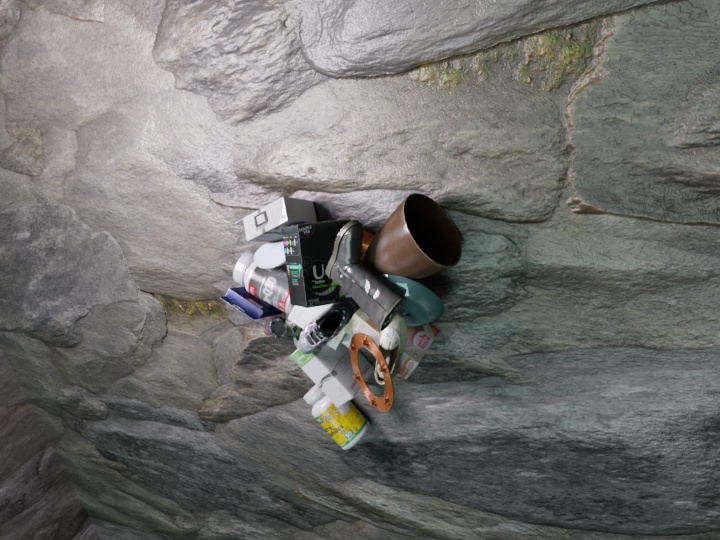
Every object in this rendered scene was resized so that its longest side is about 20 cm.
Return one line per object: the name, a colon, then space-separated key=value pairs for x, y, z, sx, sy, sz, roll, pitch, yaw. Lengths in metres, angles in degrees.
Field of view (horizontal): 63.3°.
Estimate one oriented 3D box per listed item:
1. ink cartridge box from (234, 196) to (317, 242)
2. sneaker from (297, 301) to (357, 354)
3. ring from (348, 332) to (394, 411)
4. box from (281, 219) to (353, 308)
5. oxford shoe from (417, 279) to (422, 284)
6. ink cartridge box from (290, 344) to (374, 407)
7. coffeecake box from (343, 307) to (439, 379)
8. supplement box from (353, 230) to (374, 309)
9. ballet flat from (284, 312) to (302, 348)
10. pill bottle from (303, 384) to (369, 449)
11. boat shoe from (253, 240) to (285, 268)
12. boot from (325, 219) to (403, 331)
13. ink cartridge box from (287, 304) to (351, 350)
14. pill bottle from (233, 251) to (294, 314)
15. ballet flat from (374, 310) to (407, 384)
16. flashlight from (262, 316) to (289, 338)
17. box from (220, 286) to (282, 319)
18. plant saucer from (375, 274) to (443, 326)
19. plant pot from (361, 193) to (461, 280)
ink cartridge box: x=-0.225 y=-0.124 z=1.544 sx=0.199 sy=0.115 sz=0.067 roll=-21 pitch=77 yaw=36
sneaker: x=-0.102 y=0.152 z=1.480 sx=0.078 sy=0.140 sz=0.200 roll=45 pitch=105 yaw=2
ring: x=0.021 y=0.249 z=1.420 sx=0.200 sy=0.019 sz=0.202 roll=41 pitch=139 yaw=48
box: x=-0.101 y=-0.020 z=1.455 sx=0.124 sy=0.147 sz=0.202 roll=1 pitch=98 yaw=64
oxford shoe: x=0.116 y=0.039 z=1.474 sx=0.071 sy=0.071 sz=0.201 roll=-27 pitch=98 yaw=38
ink cartridge box: x=-0.075 y=0.261 z=1.651 sx=0.200 sy=0.146 sz=0.084 roll=48 pitch=129 yaw=0
coffeecake box: x=0.082 y=0.156 z=1.501 sx=0.199 sy=0.154 sz=0.073 roll=37 pitch=128 yaw=7
supplement box: x=0.000 y=0.000 z=1.521 sx=0.066 sy=0.069 sz=0.201 roll=24 pitch=127 yaw=20
ballet flat: x=-0.181 y=0.170 z=1.714 sx=0.069 sy=0.069 sz=0.202 roll=-13 pitch=108 yaw=34
pill bottle: x=-0.075 y=0.429 z=1.760 sx=0.200 sy=0.113 sz=0.113 roll=48 pitch=128 yaw=-1
boat shoe: x=-0.195 y=-0.057 z=1.589 sx=0.199 sy=0.066 sz=0.071 roll=-25 pitch=79 yaw=21
boot: x=0.017 y=0.010 z=1.314 sx=0.200 sy=0.072 sz=0.183 roll=45 pitch=133 yaw=31
ink cartridge box: x=-0.080 y=0.130 z=1.580 sx=0.199 sy=0.067 sz=0.117 roll=32 pitch=106 yaw=5
pill bottle: x=-0.253 y=0.032 z=1.652 sx=0.199 sy=0.114 sz=0.115 roll=26 pitch=125 yaw=15
ballet flat: x=0.070 y=0.188 z=1.388 sx=0.067 sy=0.062 sz=0.202 roll=18 pitch=121 yaw=23
flashlight: x=-0.246 y=0.161 z=1.676 sx=0.067 sy=0.200 sz=0.069 roll=-6 pitch=86 yaw=-11
box: x=-0.304 y=0.090 z=1.665 sx=0.121 sy=0.200 sz=0.033 roll=32 pitch=99 yaw=11
plant saucer: x=0.098 y=0.082 z=1.391 sx=0.198 sy=0.036 sz=0.201 roll=17 pitch=151 yaw=10
plant pot: x=0.100 y=-0.047 z=1.364 sx=0.200 sy=0.187 sz=0.187 roll=-35 pitch=95 yaw=38
